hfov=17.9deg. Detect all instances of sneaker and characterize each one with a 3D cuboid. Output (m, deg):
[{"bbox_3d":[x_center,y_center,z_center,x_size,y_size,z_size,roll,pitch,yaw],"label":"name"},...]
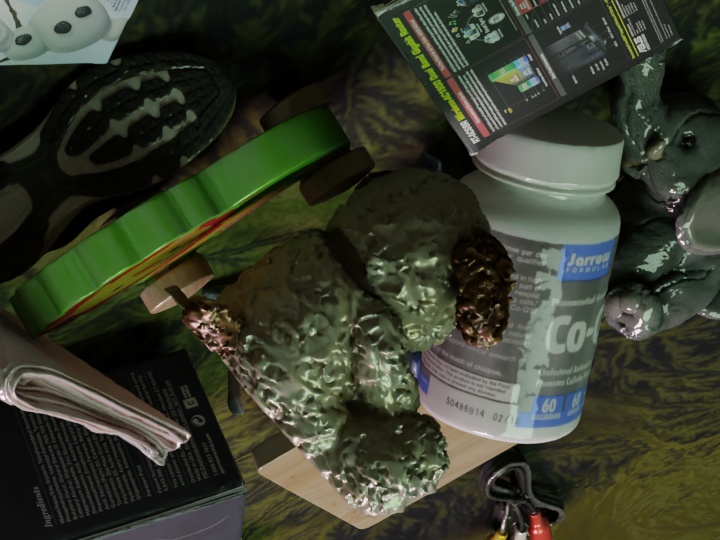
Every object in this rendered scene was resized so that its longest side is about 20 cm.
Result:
[{"bbox_3d":[-0.154,-0.064,1.321,0.199,0.077,0.089,-30,177,14],"label":"sneaker"}]

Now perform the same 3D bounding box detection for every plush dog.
[{"bbox_3d":[0.000,0.011,1.311,0.172,0.200,0.161,-42,130,0],"label":"plush dog"}]

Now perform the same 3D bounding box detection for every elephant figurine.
[{"bbox_3d":[0.218,-0.060,1.552,0.155,0.141,0.201,-34,156,-59],"label":"elephant figurine"}]

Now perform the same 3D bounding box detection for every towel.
[{"bbox_3d":[-0.215,0.041,1.312,0.032,0.199,0.191,-59,149,-3],"label":"towel"}]

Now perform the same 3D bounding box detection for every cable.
[{"bbox_3d":[0.149,0.216,2.051,0.096,0.051,0.200,-20,154,-11],"label":"cable"}]

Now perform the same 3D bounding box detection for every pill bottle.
[{"bbox_3d":[0.107,0.000,1.487,0.113,0.114,0.202,-4,113,-34],"label":"pill bottle"}]

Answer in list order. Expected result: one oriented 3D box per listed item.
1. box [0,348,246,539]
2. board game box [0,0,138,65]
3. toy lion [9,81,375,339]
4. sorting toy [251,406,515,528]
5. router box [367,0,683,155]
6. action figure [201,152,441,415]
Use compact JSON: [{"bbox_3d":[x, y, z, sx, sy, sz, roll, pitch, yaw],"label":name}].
[{"bbox_3d":[-0.193,0.178,1.567,0.195,0.125,0.201,-17,149,-18],"label":"box"},{"bbox_3d":[-0.187,-0.176,1.099,0.198,0.044,0.200,-5,147,-31],"label":"board game box"},{"bbox_3d":[-0.104,-0.028,1.321,0.199,0.069,0.192,-33,178,15],"label":"toy lion"},{"bbox_3d":[0.034,0.100,1.735,0.199,0.070,0.199,-30,152,12],"label":"sorting toy"},{"bbox_3d":[0.091,-0.162,1.324,0.149,0.062,0.200,-29,153,7],"label":"router box"},{"bbox_3d":[0.000,0.000,1.544,0.192,0.105,0.202,-16,127,-30],"label":"action figure"}]
